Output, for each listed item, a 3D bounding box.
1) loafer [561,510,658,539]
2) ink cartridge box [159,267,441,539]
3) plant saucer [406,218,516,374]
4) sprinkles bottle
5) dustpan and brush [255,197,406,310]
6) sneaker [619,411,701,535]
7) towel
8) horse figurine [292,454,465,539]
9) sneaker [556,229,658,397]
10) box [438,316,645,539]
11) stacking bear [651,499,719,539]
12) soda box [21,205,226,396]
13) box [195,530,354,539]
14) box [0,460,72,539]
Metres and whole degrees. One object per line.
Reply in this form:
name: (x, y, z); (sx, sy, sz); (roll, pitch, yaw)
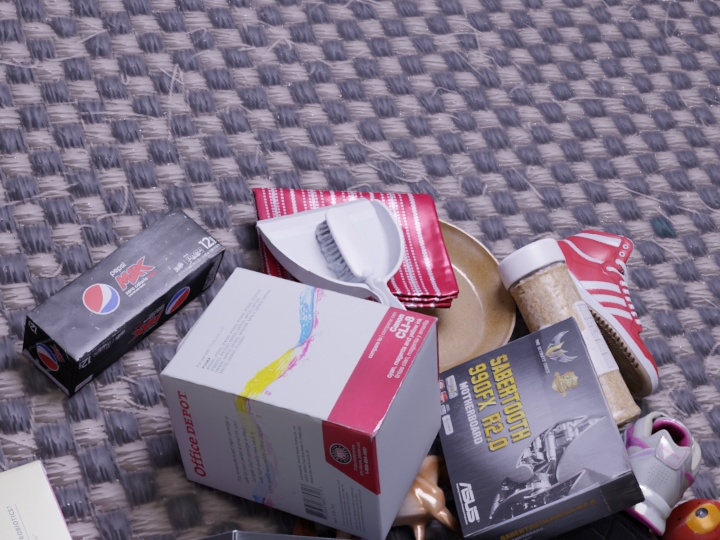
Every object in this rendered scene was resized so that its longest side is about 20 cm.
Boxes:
loafer: (0.210, 0.222, 1.220); (0.199, 0.072, 0.063); (30, 36, 18)
ink cartridge box: (-0.047, 0.113, 1.130); (0.198, 0.146, 0.145); (14, 46, 19)
plant saucer: (0.061, 0.029, 1.341); (0.198, 0.036, 0.202); (10, 51, -12)
sprinkles bottle: (0.210, 0.069, 1.317); (0.068, 0.068, 0.201); (-17, 73, -29)
dustpan and brush: (0.000, 0.000, 1.250); (0.138, 0.057, 0.201); (-14, 59, -27)
sneaker: (0.279, 0.178, 1.224); (0.081, 0.089, 0.200); (34, 9, 2)
towel: (-0.005, -0.026, 1.323); (0.198, 0.023, 0.146); (1, 53, -18)
horse figurine: (0.021, 0.227, 1.166); (0.198, 0.050, 0.133); (-6, 53, -21)
sneaker: (0.271, 0.036, 1.387); (0.112, 0.071, 0.200); (-25, 63, -29)
box: (0.153, 0.151, 1.189); (0.157, 0.048, 0.201); (-24, 39, 11)
stacking bear: (0.351, 0.284, 1.175); (0.121, 0.114, 0.200); (-34, 48, -15)
soda box: (-0.221, 0.026, 1.225); (0.071, 0.064, 0.200); (39, 51, 13)
box: (-0.061, 0.272, 0.981); (0.199, 0.148, 0.126); (16, 63, -42)
box: (-0.309, 0.269, 0.988); (0.199, 0.097, 0.177); (-16, 61, -30)
